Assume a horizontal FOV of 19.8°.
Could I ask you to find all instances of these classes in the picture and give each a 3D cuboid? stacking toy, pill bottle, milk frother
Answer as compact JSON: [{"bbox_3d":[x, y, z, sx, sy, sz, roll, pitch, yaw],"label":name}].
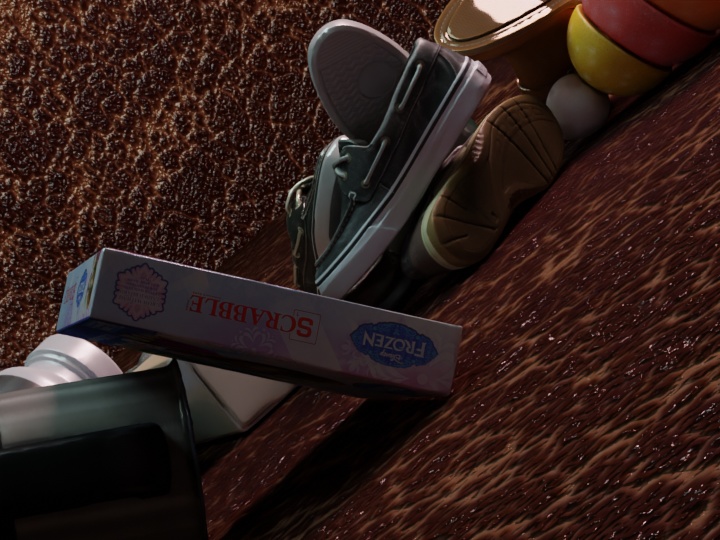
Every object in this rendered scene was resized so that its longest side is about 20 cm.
[{"bbox_3d":[0.202,-0.182,1.553,0.200,0.146,0.146,-55,0,20],"label":"stacking toy"},{"bbox_3d":[-0.271,0.148,1.612,0.116,0.116,0.200,-33,14,50],"label":"pill bottle"},{"bbox_3d":[-0.180,0.170,1.188,0.188,0.200,0.181,-9,12,-8],"label":"milk frother"}]

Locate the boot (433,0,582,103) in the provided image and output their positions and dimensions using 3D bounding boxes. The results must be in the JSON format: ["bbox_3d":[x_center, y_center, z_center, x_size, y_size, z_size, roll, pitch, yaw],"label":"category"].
[{"bbox_3d":[0.138,-0.164,1.628,0.200,0.074,0.155,-31,-42,-30],"label":"boot"}]

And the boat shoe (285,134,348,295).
[{"bbox_3d":[-0.029,-0.038,1.625,0.071,0.064,0.200,-47,-23,-32],"label":"boat shoe"}]

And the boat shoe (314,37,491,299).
[{"bbox_3d":[0.014,-0.074,1.472,0.200,0.071,0.072,-58,4,4],"label":"boat shoe"}]

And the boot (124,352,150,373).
[{"bbox_3d":[-0.262,0.146,2.218,0.200,0.073,0.182,-45,2,14],"label":"boot"}]

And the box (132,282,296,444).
[{"bbox_3d":[-0.109,0.078,1.627,0.095,0.078,0.200,-41,5,-21],"label":"box"}]

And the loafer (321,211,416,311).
[{"bbox_3d":[0.000,0.000,1.564,0.073,0.071,0.200,-35,7,41],"label":"loafer"}]

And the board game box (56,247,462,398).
[{"bbox_3d":[-0.065,0.034,1.176,0.200,0.199,0.041,163,119,-77],"label":"board game box"}]

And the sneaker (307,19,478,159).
[{"bbox_3d":[0.010,-0.139,1.544,0.074,0.200,0.118,-44,44,8],"label":"sneaker"}]

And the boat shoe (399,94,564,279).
[{"bbox_3d":[0.084,-0.062,1.501,0.065,0.073,0.200,-27,12,42],"label":"boat shoe"}]
